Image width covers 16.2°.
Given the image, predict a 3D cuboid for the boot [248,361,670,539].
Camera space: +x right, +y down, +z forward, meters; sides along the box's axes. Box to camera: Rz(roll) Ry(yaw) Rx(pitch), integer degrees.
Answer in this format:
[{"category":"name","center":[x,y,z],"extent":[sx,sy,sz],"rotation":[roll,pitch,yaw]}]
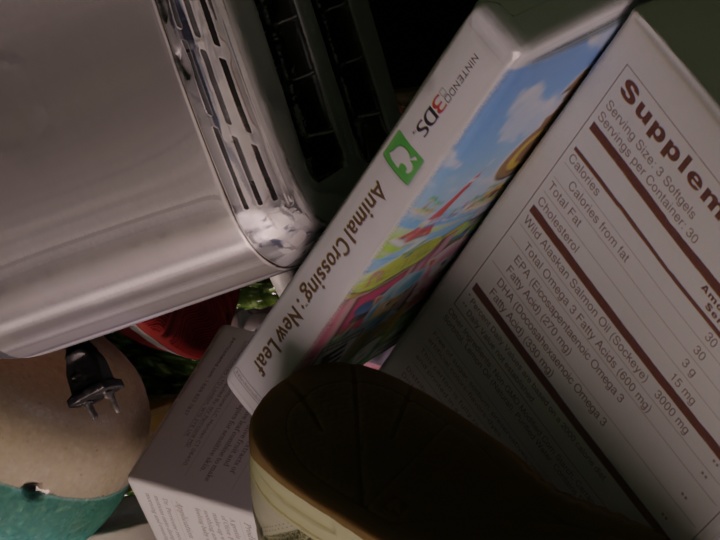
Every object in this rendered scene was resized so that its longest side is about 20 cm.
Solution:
[{"category":"boot","center":[0.042,0.134,0.742],"extent":[0.200,0.072,0.155],"rotation":[36,141,21]}]

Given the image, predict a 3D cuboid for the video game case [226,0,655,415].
[{"category":"video game case","center":[0.065,-0.047,0.755],"extent":[0.200,0.022,0.182],"rotation":[-29,163,-40]}]

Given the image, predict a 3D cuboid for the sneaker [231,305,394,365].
[{"category":"sneaker","center":[0.023,0.067,1.056],"extent":[0.200,0.089,0.080],"rotation":[14,-170,17]}]

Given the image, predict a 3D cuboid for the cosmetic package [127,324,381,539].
[{"category":"cosmetic package","center":[0.025,0.103,0.955],"extent":[0.199,0.085,0.108],"rotation":[14,144,25]}]

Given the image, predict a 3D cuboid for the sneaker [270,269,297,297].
[{"category":"sneaker","center":[0.000,0.000,0.978],"extent":[0.070,0.094,0.200],"rotation":[-6,154,24]}]

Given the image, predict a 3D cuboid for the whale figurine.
[{"category":"whale figurine","center":[-0.168,0.047,1.017],"extent":[0.159,0.104,0.200],"rotation":[17,-162,-35]}]

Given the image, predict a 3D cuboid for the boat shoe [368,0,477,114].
[{"category":"boat shoe","center":[-0.007,-0.075,0.861],"extent":[0.199,0.072,0.068],"rotation":[-3,152,-4]}]

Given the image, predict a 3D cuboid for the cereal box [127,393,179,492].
[{"category":"cereal box","center":[-0.188,0.088,1.205],"extent":[0.199,0.040,0.144],"rotation":[-4,-176,19]}]

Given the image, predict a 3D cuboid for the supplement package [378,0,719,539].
[{"category":"supplement package","center":[0.108,0.010,0.740],"extent":[0.117,0.117,0.200],"rotation":[-25,160,-36]}]

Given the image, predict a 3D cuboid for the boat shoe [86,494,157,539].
[{"category":"boat shoe","center":[-0.101,0.131,1.099],"extent":[0.072,0.060,0.200],"rotation":[-16,180,-11]}]

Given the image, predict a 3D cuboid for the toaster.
[{"category":"toaster","center":[-0.070,-0.060,0.768],"extent":[0.129,0.201,0.114],"rotation":[-15,-177,28]}]

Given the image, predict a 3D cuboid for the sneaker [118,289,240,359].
[{"category":"sneaker","center":[-0.138,-0.033,0.987],"extent":[0.115,0.079,0.200],"rotation":[-2,143,35]}]
